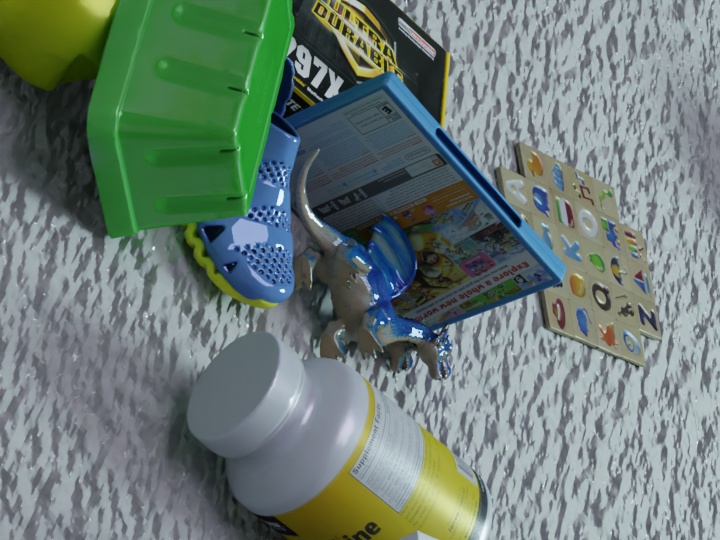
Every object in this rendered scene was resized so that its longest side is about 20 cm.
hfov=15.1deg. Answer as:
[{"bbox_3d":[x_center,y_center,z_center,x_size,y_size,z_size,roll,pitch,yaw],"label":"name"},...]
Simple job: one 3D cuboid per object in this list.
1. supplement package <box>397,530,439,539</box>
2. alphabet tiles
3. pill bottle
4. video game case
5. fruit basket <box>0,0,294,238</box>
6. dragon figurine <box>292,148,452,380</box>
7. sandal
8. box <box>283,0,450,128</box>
[{"bbox_3d":[0.054,0.280,1.691,0.200,0.151,0.151,26,45,-43],"label":"supplement package"},{"bbox_3d":[0.178,-0.012,2.202,0.200,0.006,0.167,22,52,-46],"label":"alphabet tiles"},{"bbox_3d":[-0.015,0.126,1.740,0.200,0.112,0.112,40,39,-31],"label":"pill bottle"},{"bbox_3d":[0.030,-0.042,1.889,0.200,0.143,0.018,47,43,-24],"label":"video game case"},{"bbox_3d":[-0.156,-0.141,1.731,0.156,0.214,0.217,85,3,-57],"label":"fruit basket"},{"bbox_3d":[0.000,0.000,1.883,0.099,0.059,0.201,-46,116,-55],"label":"dragon figurine"},{"bbox_3d":[-0.076,-0.073,1.817,0.079,0.087,0.201,9,62,-54],"label":"sandal"},{"bbox_3d":[-0.017,-0.150,1.986,0.200,0.049,0.160,39,42,-33],"label":"box"}]
